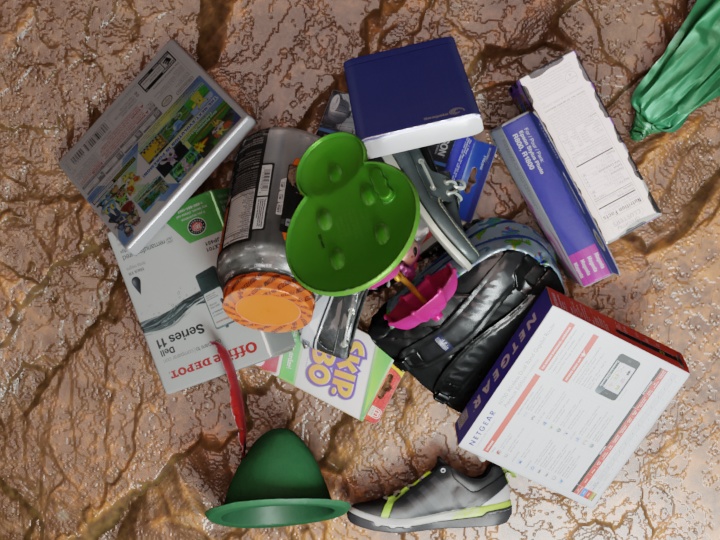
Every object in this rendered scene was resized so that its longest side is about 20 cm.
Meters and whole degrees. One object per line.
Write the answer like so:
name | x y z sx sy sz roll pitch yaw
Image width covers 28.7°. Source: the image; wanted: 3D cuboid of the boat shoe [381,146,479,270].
boat shoe | 0.079 -0.091 1.523 0.062 0.073 0.200 -33 67 2

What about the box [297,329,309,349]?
box | -0.076 -0.010 1.620 0.041 0.039 0.201 -18 85 -7

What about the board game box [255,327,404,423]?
board game box | -0.048 0.097 1.650 0.200 0.030 0.096 27 95 -3

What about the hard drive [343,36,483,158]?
hard drive | 0.054 -0.193 1.547 0.132 0.200 0.025 -13 123 2

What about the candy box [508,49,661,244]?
candy box | 0.244 -0.134 1.554 0.071 0.168 0.200 -29 93 4

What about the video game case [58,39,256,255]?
video game case | -0.232 -0.142 1.587 0.200 0.022 0.182 -47 52 3

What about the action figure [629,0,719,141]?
action figure | 0.375 -0.226 1.602 0.118 0.055 0.200 41 101 -3

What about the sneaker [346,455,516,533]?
sneaker | 0.081 0.258 1.642 0.199 0.072 0.083 -3 86 -6

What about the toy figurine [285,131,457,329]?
toy figurine | 0.024 -0.022 1.468 0.150 0.184 0.200 -30 51 13

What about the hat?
hat | -0.097 0.191 1.608 0.165 0.200 0.177 0 71 -13

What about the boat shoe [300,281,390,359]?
boat shoe | -0.001 0.000 1.553 0.068 0.074 0.200 22 87 12

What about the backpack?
backpack | 0.134 0.035 1.581 0.163 0.154 0.200 38 123 -16

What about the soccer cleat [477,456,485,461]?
soccer cleat | 0.224 0.184 1.636 0.199 0.070 0.087 0 119 -3

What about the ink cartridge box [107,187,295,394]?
ink cartridge box | -0.179 0.023 1.599 0.146 0.083 0.200 -21 90 18

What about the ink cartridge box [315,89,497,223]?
ink cartridge box | 0.046 -0.130 1.595 0.199 0.039 0.100 17 79 12

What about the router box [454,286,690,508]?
router box | 0.231 0.142 1.549 0.179 0.049 0.200 27 112 -13

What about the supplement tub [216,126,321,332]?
supplement tub | -0.087 -0.043 1.512 0.122 0.123 0.200 6 60 1

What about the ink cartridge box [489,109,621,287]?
ink cartridge box | 0.208 -0.078 1.544 0.043 0.200 0.197 -28 92 3

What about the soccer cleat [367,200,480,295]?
soccer cleat | 0.038 -0.033 1.626 0.200 0.068 0.073 -30 73 4
